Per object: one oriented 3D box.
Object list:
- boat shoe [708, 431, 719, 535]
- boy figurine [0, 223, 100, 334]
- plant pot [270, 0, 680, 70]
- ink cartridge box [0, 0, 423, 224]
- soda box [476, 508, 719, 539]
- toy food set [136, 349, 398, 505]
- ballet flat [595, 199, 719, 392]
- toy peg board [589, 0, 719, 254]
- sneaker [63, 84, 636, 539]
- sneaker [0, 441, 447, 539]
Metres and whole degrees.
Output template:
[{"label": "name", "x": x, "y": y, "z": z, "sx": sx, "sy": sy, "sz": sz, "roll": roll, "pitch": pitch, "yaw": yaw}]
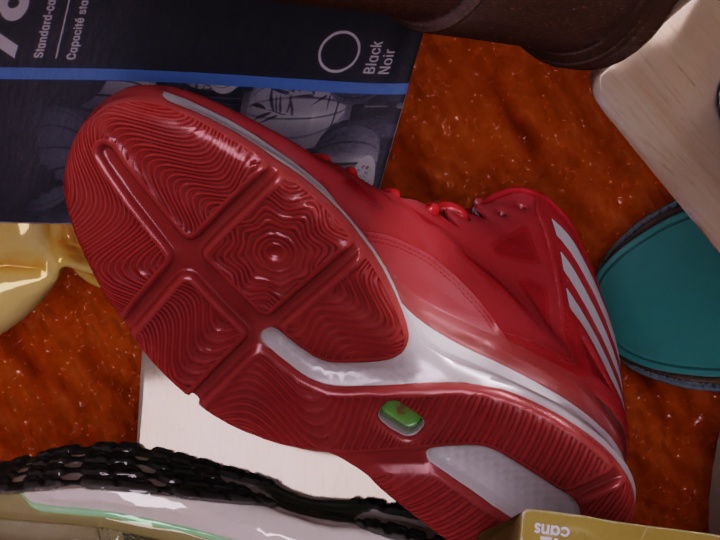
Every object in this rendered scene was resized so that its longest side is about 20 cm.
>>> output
[{"label": "boat shoe", "x": 0.154, "y": 0.129, "z": 0.898, "sx": 0.062, "sy": 0.071, "sz": 0.201, "roll": -4, "pitch": 66, "yaw": -12}, {"label": "boy figurine", "x": -0.137, "y": -0.025, "z": 0.941, "sx": 0.198, "sy": 0.064, "sz": 0.125, "roll": 13, "pitch": 86, "yaw": 3}, {"label": "plant pot", "x": -0.026, "y": -0.153, "z": 0.759, "sx": 0.197, "sy": 0.200, "sz": 0.202, "roll": -1, "pitch": 94, "yaw": -21}, {"label": "ink cartridge box", "x": -0.077, "y": -0.063, "z": 0.851, "sx": 0.199, "sy": 0.039, "sz": 0.100, "roll": 0, "pitch": 121, "yaw": -28}, {"label": "soda box", "x": 0.130, "y": 0.116, "z": 0.824, "sx": 0.198, "sy": 0.064, "sz": 0.068, "roll": 8, "pitch": 78, "yaw": -8}, {"label": "toy food set", "x": -0.003, "y": 0.100, "z": 0.956, "sx": 0.142, "sy": 0.060, "sz": 0.202, "roll": 2, "pitch": 86, "yaw": 2}, {"label": "ballet flat", "x": 0.168, "y": -0.009, "z": 0.924, "sx": 0.199, "sy": 0.074, "sz": 0.075, "roll": -15, "pitch": 94, "yaw": 35}, {"label": "toy peg board", "x": 0.200, "y": -0.031, "z": 0.785, "sx": 0.199, "sy": 0.098, "sz": 0.200, "roll": -39, "pitch": 101, "yaw": 10}, {"label": "sneaker", "x": 0.000, "y": 0.000, "z": 0.875, "sx": 0.200, "sy": 0.116, "sz": 0.078, "roll": 42, "pitch": 116, "yaw": -17}, {"label": "sneaker", "x": -0.040, "y": 0.109, "z": 0.893, "sx": 0.198, "sy": 0.077, "sz": 0.089, "roll": 13, "pitch": 95, "yaw": 4}]
